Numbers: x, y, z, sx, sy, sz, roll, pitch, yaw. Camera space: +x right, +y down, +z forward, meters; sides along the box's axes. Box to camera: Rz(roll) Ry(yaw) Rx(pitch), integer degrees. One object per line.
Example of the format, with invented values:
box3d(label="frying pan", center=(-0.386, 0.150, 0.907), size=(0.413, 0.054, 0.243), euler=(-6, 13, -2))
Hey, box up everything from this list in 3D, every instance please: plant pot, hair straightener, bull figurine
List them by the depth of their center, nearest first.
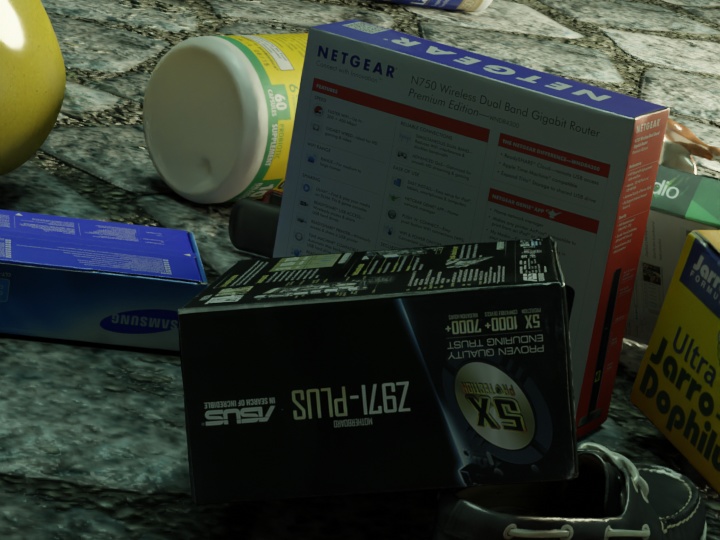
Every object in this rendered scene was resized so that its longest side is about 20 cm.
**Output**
box3d(label="hair straightener", center=(0.000, 0.000, 1.337), size=(0.200, 0.041, 0.077), euler=(24, 22, 27))
box3d(label="plant pot", center=(-0.269, -0.129, 1.376), size=(0.200, 0.200, 0.142), euler=(25, -3, 40))
box3d(label="bull figurine", center=(0.187, -0.088, 1.672), size=(0.200, 0.065, 0.121), euler=(-3, 25, -31))

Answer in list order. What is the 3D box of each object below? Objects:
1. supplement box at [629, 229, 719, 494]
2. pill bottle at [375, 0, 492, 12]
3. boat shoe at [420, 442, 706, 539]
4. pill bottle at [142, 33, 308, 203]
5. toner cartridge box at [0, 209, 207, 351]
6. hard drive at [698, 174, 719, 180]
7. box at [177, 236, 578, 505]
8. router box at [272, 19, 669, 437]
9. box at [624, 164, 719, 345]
box3d(label="supplement box", center=(0.264, 0.051, 1.163), size=(0.200, 0.110, 0.109), euler=(0, 30, -30))
box3d(label="pill bottle", center=(0.043, -0.338, 2.311), size=(0.200, 0.116, 0.116), euler=(4, 18, -18))
box3d(label="boat shoe", center=(0.096, 0.109, 0.981), size=(0.074, 0.060, 0.200), euler=(24, 22, 39))
box3d(label="pill bottle", center=(-0.042, -0.108, 1.517), size=(0.113, 0.113, 0.200), euler=(24, 21, 39))
box3d(label="toner cartridge box", center=(-0.188, 0.000, 1.198), size=(0.200, 0.043, 0.095), euler=(6, 18, -11))
box3d(label="hard drive", center=(0.280, -0.001, 1.350), size=(0.139, 0.033, 0.200), euler=(17, -9, 21))
box3d(label="box", center=(0.013, 0.041, 0.996), size=(0.163, 0.086, 0.200), euler=(-4, 6, 4))
box3d(label="router box", center=(0.053, -0.025, 1.187), size=(0.200, 0.180, 0.049), euler=(19, 20, 26))
box3d(label="box", center=(0.178, -0.006, 1.287), size=(0.200, 0.144, 0.036), euler=(16, 58, 19))
